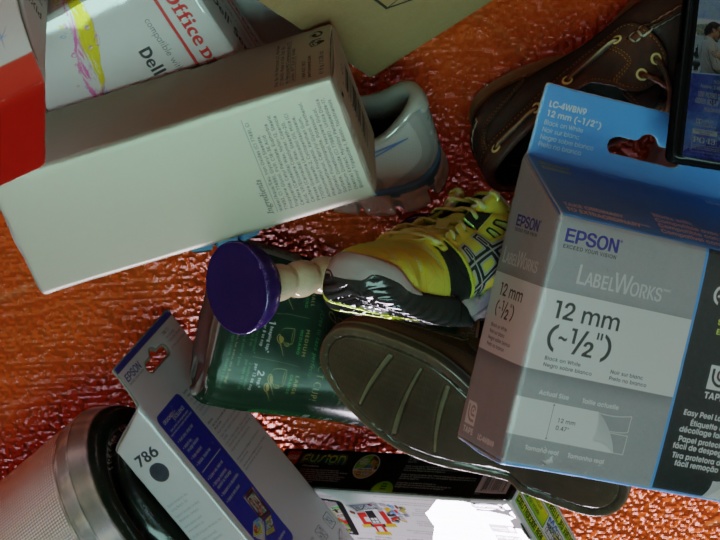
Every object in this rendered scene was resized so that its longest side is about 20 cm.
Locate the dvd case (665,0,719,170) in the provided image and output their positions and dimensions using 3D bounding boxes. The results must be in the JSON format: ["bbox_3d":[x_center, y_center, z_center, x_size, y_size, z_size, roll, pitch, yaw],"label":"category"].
[{"bbox_3d":[0.245,-0.147,1.133,0.141,0.018,0.202,8,83,-7],"label":"dvd case"}]

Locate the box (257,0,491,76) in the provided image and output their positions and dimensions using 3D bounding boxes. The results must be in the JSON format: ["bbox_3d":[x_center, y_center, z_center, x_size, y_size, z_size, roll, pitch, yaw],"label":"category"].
[{"bbox_3d":[0.050,-0.184,1.116,0.199,0.021,0.163,-31,158,17],"label":"box"}]

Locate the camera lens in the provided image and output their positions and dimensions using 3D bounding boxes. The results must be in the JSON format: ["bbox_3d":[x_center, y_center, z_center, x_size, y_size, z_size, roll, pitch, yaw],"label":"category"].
[{"bbox_3d":[-0.181,0.196,1.332,0.200,0.161,0.160,-38,118,21],"label":"camera lens"}]

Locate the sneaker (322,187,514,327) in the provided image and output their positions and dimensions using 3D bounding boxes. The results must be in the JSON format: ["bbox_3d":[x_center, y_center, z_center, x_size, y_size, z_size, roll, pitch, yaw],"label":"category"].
[{"bbox_3d":[0.045,-0.009,1.152,0.075,0.199,0.077,8,94,32],"label":"sneaker"}]

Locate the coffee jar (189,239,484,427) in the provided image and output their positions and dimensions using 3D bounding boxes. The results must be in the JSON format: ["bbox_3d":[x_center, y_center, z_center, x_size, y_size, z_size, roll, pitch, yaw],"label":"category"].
[{"bbox_3d":[0.000,0.050,1.280,0.198,0.085,0.105,14,87,-12],"label":"coffee jar"}]

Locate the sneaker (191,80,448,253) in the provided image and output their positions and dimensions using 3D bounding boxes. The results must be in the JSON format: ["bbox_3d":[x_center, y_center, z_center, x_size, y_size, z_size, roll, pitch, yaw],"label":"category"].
[{"bbox_3d":[-0.049,-0.072,1.203,0.198,0.075,0.087,-13,141,-4],"label":"sneaker"}]

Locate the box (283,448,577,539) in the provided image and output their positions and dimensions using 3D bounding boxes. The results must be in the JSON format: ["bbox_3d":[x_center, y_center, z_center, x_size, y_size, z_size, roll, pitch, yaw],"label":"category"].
[{"bbox_3d":[0.043,0.167,1.341,0.199,0.035,0.110,-1,133,38],"label":"box"}]

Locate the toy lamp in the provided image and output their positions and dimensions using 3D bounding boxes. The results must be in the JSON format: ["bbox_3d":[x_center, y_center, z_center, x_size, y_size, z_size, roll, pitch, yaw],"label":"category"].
[{"bbox_3d":[0.000,0.000,1.194,0.199,0.058,0.058,-8,135,-44],"label":"toy lamp"}]

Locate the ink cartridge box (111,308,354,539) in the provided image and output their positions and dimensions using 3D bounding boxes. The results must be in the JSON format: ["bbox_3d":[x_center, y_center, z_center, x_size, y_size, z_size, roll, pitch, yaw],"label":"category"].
[{"bbox_3d":[-0.086,0.127,1.294,0.039,0.100,0.201,-34,98,26],"label":"ink cartridge box"}]

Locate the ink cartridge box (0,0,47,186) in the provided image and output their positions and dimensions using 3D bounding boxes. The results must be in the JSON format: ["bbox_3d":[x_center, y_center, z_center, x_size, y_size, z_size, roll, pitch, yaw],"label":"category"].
[{"bbox_3d":[-0.243,-0.101,1.100,0.161,0.201,0.057,-24,125,12],"label":"ink cartridge box"}]

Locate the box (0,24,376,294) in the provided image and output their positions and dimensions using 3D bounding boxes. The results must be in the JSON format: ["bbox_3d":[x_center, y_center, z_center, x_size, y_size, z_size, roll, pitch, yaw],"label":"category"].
[{"bbox_3d":[-0.095,-0.060,1.133,0.198,0.069,0.083,-15,122,9],"label":"box"}]

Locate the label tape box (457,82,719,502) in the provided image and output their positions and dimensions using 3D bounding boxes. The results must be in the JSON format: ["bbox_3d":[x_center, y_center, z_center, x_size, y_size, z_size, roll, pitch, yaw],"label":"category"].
[{"bbox_3d":[0.148,0.013,1.123,0.142,0.066,0.202,12,96,-22],"label":"label tape box"}]

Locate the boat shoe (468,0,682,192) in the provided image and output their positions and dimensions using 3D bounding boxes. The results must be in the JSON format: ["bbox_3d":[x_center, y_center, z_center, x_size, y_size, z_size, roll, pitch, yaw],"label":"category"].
[{"bbox_3d":[0.155,-0.107,1.201,0.199,0.071,0.071,-31,120,16],"label":"boat shoe"}]

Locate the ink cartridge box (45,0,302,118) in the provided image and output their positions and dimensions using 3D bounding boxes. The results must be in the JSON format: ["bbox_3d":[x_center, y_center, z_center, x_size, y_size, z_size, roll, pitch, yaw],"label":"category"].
[{"bbox_3d":[-0.126,-0.124,1.172,0.199,0.068,0.117,-26,121,14],"label":"ink cartridge box"}]

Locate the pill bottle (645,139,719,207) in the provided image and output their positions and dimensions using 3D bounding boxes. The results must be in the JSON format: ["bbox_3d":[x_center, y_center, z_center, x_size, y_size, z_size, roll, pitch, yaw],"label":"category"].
[{"bbox_3d":[0.272,-0.022,1.240,0.198,0.111,0.112,10,123,-10],"label":"pill bottle"}]

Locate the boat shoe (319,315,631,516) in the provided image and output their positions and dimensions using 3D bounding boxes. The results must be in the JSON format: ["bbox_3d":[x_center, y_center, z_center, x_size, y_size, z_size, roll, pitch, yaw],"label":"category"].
[{"bbox_3d":[0.072,0.077,1.222,0.199,0.068,0.072,28,128,3],"label":"boat shoe"}]
